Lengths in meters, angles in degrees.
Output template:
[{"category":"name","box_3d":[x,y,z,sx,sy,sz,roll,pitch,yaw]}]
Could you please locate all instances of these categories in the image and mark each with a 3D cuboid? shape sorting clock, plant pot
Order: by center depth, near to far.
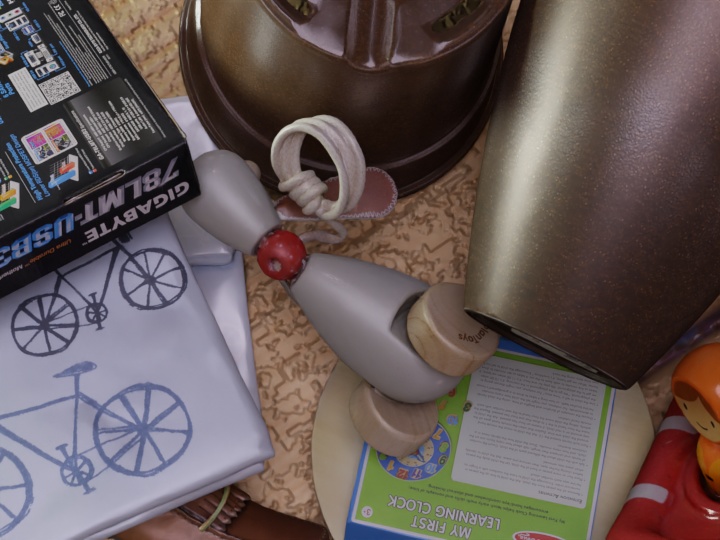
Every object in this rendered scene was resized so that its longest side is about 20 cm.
[{"category":"plant pot","box_3d":[0.136,-0.049,0.803,0.186,0.187,0.201,25,86,3]},{"category":"plant pot","box_3d":[0.000,-0.152,0.868,0.198,0.198,0.202,1,80,-7]},{"category":"shape sorting clock","box_3d":[0.070,0.106,0.916,0.198,0.039,0.202,0,69,0]}]

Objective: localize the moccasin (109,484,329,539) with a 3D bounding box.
[{"category":"moccasin","box_3d":[-0.110,0.116,0.894,0.200,0.074,0.078,24,100,8]}]

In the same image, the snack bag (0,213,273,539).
[{"category":"snack bag","box_3d":[-0.169,0.049,0.855,0.187,0.021,0.201,-23,75,-11]}]

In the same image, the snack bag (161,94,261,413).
[{"category":"snack bag","box_3d":[-0.160,0.002,0.939,0.187,0.021,0.202,-6,81,-2]}]

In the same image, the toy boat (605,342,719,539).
[{"category":"toy boat","box_3d":[0.198,0.095,0.837,0.130,0.131,0.200,-1,40,36]}]

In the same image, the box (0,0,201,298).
[{"category":"box","box_3d":[-0.217,-0.073,0.859,0.197,0.050,0.200,-29,55,-13]}]

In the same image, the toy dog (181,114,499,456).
[{"category":"toy dog","box_3d":[0.000,0.000,0.881,0.131,0.096,0.201,-25,101,35]}]
